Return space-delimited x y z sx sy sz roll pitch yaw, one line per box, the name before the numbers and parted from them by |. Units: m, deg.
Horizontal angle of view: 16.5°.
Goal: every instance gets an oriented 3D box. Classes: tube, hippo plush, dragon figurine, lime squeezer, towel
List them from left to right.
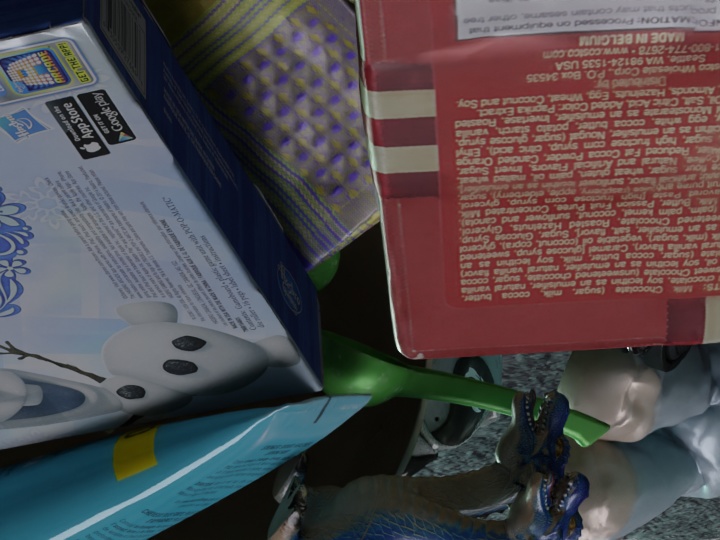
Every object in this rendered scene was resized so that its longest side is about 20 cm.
tube | -0.095 0.079 0.811 0.199 0.051 0.077 -23 177 18
towel | -0.068 -0.037 0.777 0.200 0.023 0.144 -35 117 26
lime squeezer | 0.000 0.000 0.833 0.071 0.200 0.038 -35 -167 10
dragon figurine | 0.002 0.120 0.843 0.099 0.201 0.059 25 -160 -11
hippo plush | 0.164 0.080 1.070 0.160 0.160 0.200 23 168 9

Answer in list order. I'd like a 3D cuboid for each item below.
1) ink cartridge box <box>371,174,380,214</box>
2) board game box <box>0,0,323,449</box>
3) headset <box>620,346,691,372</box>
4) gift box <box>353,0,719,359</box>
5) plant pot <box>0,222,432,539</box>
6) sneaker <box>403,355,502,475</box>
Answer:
ink cartridge box | 0.105 -0.076 0.664 0.199 0.148 0.086 -6 158 11
board game box | -0.134 -0.010 0.722 0.198 0.044 0.200 -11 147 12
headset | 0.088 -0.017 0.920 0.123 0.094 0.200 14 -165 -10
gift box | 0.083 -0.113 0.496 0.184 0.187 0.200 -1 144 -2
plant pot | -0.080 0.016 0.917 0.199 0.201 0.135 -2 -166 -6
sneaker | -0.004 0.031 1.049 0.199 0.116 0.075 11 158 -41
